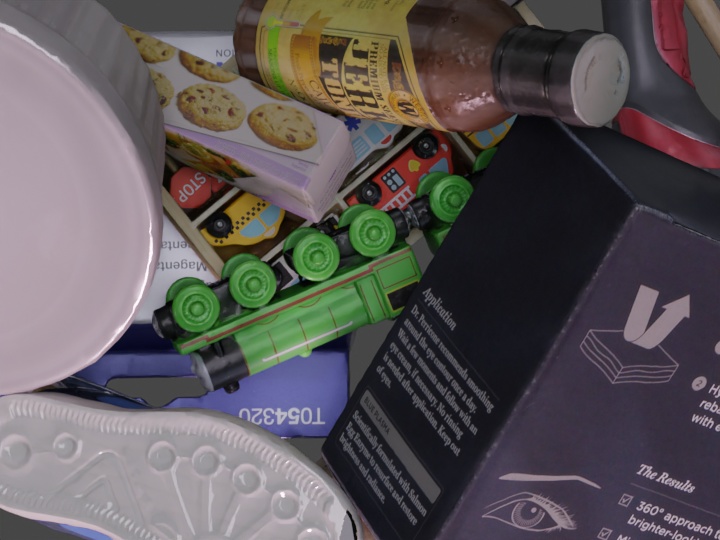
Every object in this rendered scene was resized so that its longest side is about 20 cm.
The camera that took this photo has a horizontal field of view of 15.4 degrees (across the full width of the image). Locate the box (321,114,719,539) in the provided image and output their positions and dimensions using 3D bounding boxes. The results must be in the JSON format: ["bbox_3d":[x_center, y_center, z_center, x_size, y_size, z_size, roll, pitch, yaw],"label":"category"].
[{"bbox_3d":[0.123,0.057,1.211,0.196,0.117,0.201,21,108,-32],"label":"box"}]

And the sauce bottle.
[{"bbox_3d":[0.029,-0.095,1.183,0.065,0.199,0.065,-10,105,-44],"label":"sauce bottle"}]

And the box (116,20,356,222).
[{"bbox_3d":[-0.097,-0.082,1.243,0.199,0.039,0.042,26,73,20],"label":"box"}]

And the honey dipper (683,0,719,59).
[{"bbox_3d":[0.157,-0.121,1.234,0.038,0.038,0.200,-36,101,-4],"label":"honey dipper"}]

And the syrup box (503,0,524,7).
[{"bbox_3d":[0.070,-0.225,1.269,0.081,0.079,0.201,26,63,-17],"label":"syrup box"}]

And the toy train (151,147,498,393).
[{"bbox_3d":[0.000,0.000,1.249,0.199,0.042,0.057,-24,100,-8],"label":"toy train"}]

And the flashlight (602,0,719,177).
[{"bbox_3d":[0.152,-0.113,1.309,0.068,0.068,0.201,-8,82,36],"label":"flashlight"}]

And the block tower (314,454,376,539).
[{"bbox_3d":[0.043,0.066,1.299,0.054,0.058,0.200,43,84,-9],"label":"block tower"}]

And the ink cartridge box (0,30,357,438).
[{"bbox_3d":[-0.100,-0.017,1.307,0.195,0.043,0.201,-1,85,-4],"label":"ink cartridge box"}]

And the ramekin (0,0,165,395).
[{"bbox_3d":[-0.178,-0.052,1.187,0.201,0.094,0.203,5,122,7],"label":"ramekin"}]

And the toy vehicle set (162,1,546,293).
[{"bbox_3d":[-0.002,-0.071,1.285,0.200,0.027,0.124,-40,92,-7],"label":"toy vehicle set"}]

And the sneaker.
[{"bbox_3d":[-0.075,0.104,1.243,0.199,0.146,0.081,14,87,18],"label":"sneaker"}]
